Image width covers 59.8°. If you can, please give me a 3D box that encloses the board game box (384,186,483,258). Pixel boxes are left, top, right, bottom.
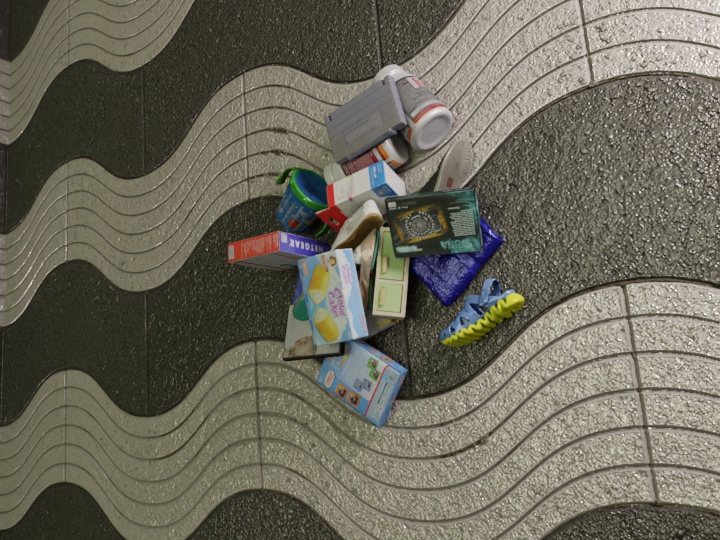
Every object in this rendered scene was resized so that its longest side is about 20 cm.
[{"bbox_3d":[0.157,-0.100,1.346,0.197,0.028,0.137,-4,107,23],"label":"board game box"}]

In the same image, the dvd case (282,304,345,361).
[{"bbox_3d":[-0.111,0.144,1.528,0.198,0.017,0.145,-12,64,39],"label":"dvd case"}]

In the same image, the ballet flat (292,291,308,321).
[{"bbox_3d":[-0.088,0.041,1.510,0.067,0.064,0.200,40,101,-14],"label":"ballet flat"}]

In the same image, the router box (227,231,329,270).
[{"bbox_3d":[-0.207,-0.046,1.602,0.178,0.199,0.050,-10,78,33],"label":"router box"}]

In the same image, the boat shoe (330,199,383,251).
[{"bbox_3d":[-0.013,-0.093,1.496,0.200,0.070,0.070,-44,44,40],"label":"boat shoe"}]

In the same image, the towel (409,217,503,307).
[{"bbox_3d":[0.205,-0.039,1.392,0.148,0.049,0.201,47,111,31],"label":"towel"}]

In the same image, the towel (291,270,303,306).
[{"bbox_3d":[-0.098,0.050,1.581,0.198,0.024,0.147,-4,67,43],"label":"towel"}]

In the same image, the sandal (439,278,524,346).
[{"bbox_3d":[0.249,0.089,1.333,0.199,0.079,0.088,-37,60,18],"label":"sandal"}]

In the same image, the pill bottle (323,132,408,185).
[{"bbox_3d":[0.009,-0.266,1.524,0.199,0.112,0.114,-28,68,29],"label":"pill bottle"}]

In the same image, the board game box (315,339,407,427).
[{"bbox_3d":[-0.001,0.251,1.487,0.199,0.036,0.153,31,109,25],"label":"board game box"}]

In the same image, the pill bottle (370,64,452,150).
[{"bbox_3d":[0.114,-0.384,1.460,0.116,0.115,0.201,-48,60,21],"label":"pill bottle"}]

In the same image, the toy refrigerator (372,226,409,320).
[{"bbox_3d":[0.072,0.007,1.436,0.075,0.070,0.203,6,81,2],"label":"toy refrigerator"}]

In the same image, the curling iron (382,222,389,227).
[{"bbox_3d":[0.019,-0.112,1.551,0.198,0.025,0.050,18,92,36],"label":"curling iron"}]

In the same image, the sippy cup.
[{"bbox_3d":[-0.151,-0.171,1.627,0.130,0.138,0.179,-47,36,33],"label":"sippy cup"}]

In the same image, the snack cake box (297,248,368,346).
[{"bbox_3d":[-0.062,0.061,1.414,0.114,0.067,0.203,-14,85,35],"label":"snack cake box"}]

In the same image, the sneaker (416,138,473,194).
[{"bbox_3d":[0.178,-0.204,1.419,0.106,0.074,0.202,8,71,63],"label":"sneaker"}]

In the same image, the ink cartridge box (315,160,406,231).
[{"bbox_3d":[-0.001,-0.172,1.498,0.198,0.116,0.068,-20,59,24],"label":"ink cartridge box"}]

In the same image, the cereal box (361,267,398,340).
[{"bbox_3d":[-0.012,0.102,1.538,0.199,0.039,0.146,-31,66,30],"label":"cereal box"}]

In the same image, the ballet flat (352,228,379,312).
[{"bbox_3d":[0.000,0.000,1.446,0.066,0.068,0.203,7,103,-2],"label":"ballet flat"}]

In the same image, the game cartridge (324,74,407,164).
[{"bbox_3d":[0.009,-0.342,1.444,0.199,0.038,0.131,-25,75,32],"label":"game cartridge"}]
